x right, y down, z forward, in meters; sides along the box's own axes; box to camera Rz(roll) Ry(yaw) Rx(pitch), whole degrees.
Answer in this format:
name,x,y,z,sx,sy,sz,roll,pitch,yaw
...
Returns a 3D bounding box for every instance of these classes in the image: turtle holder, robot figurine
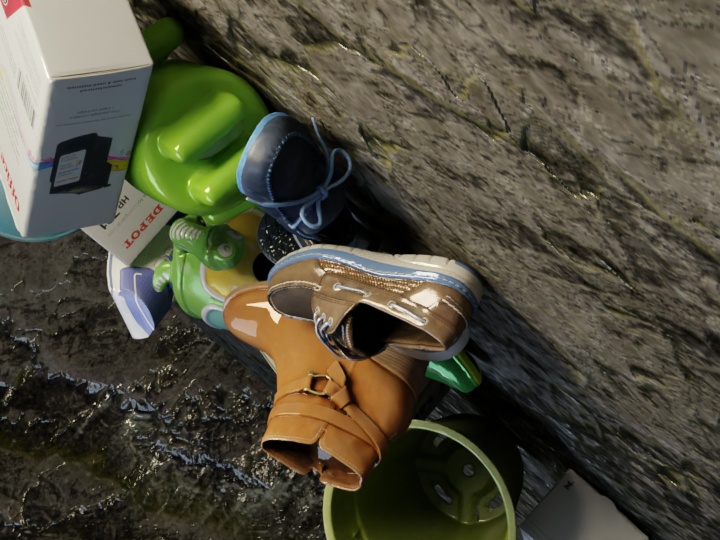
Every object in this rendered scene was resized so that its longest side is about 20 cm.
name,x,y,z,sx,sy,sz,roll,pitch,yaw
turtle holder,-0.111,-0.016,1.463,0.131,0.141,0.187,24,148,22
robot figurine,-0.143,-0.111,1.236,0.176,0.116,0.200,54,167,-25

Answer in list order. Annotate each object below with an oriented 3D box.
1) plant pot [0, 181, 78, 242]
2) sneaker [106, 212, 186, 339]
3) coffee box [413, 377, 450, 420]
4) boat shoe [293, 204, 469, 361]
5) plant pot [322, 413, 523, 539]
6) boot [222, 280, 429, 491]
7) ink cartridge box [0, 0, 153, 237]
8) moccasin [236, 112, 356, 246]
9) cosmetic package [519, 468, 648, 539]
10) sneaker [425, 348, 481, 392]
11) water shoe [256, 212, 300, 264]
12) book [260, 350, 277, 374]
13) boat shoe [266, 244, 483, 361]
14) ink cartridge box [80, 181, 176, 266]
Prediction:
name,x,y,z,sx,sy,sz,roll,pitch,yaw
plant pot,-0.400,-0.169,1.843,0.199,0.200,0.189,39,155,14
sneaker,-0.184,-0.025,1.571,0.200,0.114,0.081,-77,-31,-53
coffee box,0.020,0.088,1.549,0.113,0.080,0.200,39,171,18
boat shoe,0.009,0.001,1.268,0.200,0.069,0.057,40,170,26
plant pot,0.087,0.229,1.546,0.200,0.201,0.190,40,-160,11
boot,-0.052,0.093,1.264,0.198,0.155,0.074,16,135,17
ink cartridge box,-0.235,-0.145,1.180,0.147,0.082,0.201,66,152,25
moccasin,-0.038,-0.067,1.167,0.068,0.081,0.200,32,179,15
cosmetic package,0.235,0.291,1.567,0.107,0.085,0.200,41,172,24
sneaker,0.021,0.074,1.413,0.198,0.085,0.074,22,177,15
water shoe,0.000,0.000,1.357,0.199,0.072,0.079,37,-163,18
book,-0.086,0.049,1.712,0.133,0.048,0.200,19,-157,-49
boat shoe,-0.003,0.028,1.190,0.198,0.073,0.072,-2,140,38
ink cartridge box,-0.254,-0.124,1.466,0.200,0.147,0.086,43,177,-42
